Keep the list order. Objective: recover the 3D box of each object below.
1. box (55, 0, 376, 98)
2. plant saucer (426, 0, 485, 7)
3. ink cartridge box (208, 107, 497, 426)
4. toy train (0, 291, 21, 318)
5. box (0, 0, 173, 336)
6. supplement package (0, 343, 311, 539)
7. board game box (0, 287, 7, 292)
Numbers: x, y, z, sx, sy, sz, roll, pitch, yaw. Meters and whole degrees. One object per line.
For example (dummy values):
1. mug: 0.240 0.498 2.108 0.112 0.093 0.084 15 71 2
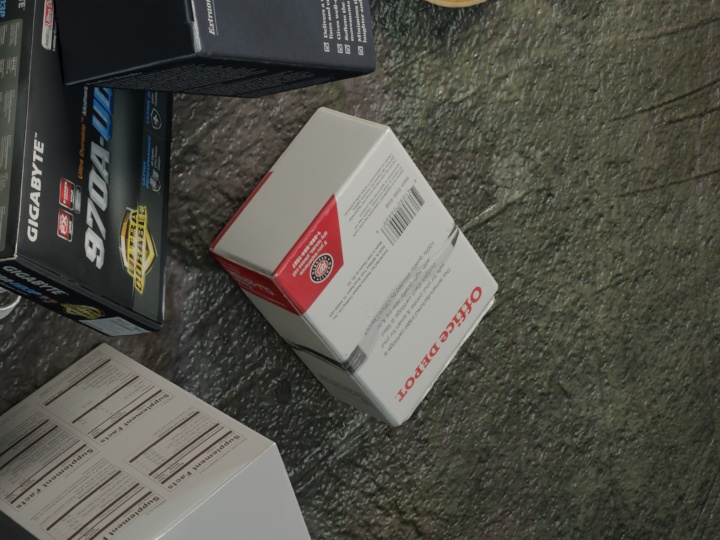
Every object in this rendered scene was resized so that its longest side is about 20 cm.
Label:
1. box: -0.091 -0.192 1.132 0.199 0.106 0.150 -4 86 -58
2. plant saucer: 0.073 -0.300 1.356 0.199 0.035 0.202 -17 117 -37
3. ink cartridge box: 0.000 0.000 1.372 0.145 0.083 0.200 -52 133 -16
4. toy train: -0.302 -0.010 1.073 0.199 0.055 0.152 -16 118 -35
5. box: -0.177 -0.075 1.120 0.159 0.046 0.202 34 53 -58
6. supplement package: -0.151 0.178 1.217 0.150 0.199 0.153 -37 129 -27
7. board game box: -0.290 -0.066 1.114 0.199 0.026 0.202 -18 118 -37
